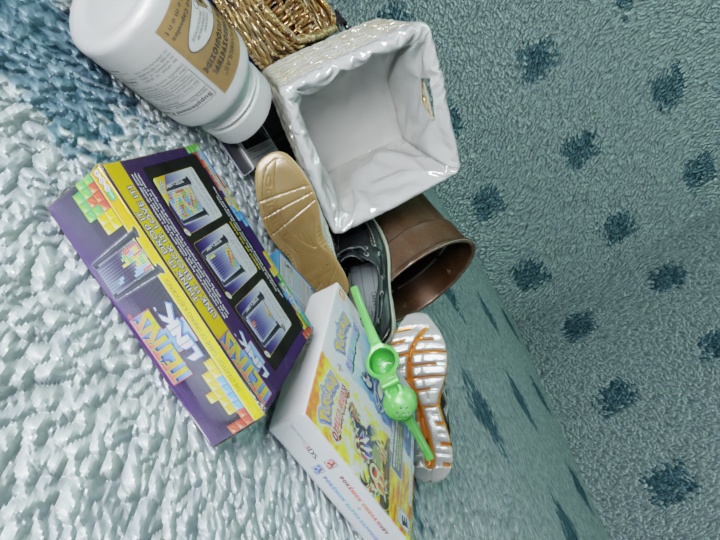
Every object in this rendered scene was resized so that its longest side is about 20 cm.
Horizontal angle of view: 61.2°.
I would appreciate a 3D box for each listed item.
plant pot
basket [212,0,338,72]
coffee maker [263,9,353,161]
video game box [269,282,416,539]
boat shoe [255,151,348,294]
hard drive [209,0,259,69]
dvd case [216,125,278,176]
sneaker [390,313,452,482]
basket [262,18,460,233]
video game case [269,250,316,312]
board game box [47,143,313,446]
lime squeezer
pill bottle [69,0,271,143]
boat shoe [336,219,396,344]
[{"bbox_3d":[0.045,-0.055,0.945,0.201,0.199,0.199,57,13,23],"label":"plant pot"},{"bbox_3d":[-0.142,-0.421,0.925,0.203,0.147,0.143,55,8,-7],"label":"basket"},{"bbox_3d":[-0.063,-0.262,0.928,0.193,0.197,0.136,49,16,-36],"label":"coffee maker"},{"bbox_3d":[-0.004,0.141,0.615,0.184,0.046,0.202,53,23,-23],"label":"video game box"},{"bbox_3d":[-0.075,-0.052,0.751,0.070,0.069,0.204,-115,-177,-66],"label":"boat shoe"},{"bbox_3d":[-0.199,-0.352,0.935,0.133,0.025,0.202,52,10,-31],"label":"hard drive"},{"bbox_3d":[-0.183,-0.225,0.794,0.203,0.024,0.151,58,14,-12],"label":"dvd case"},{"bbox_3d":[0.077,0.159,0.781,0.077,0.076,0.207,29,58,-79],"label":"sneaker"},{"bbox_3d":[0.000,-0.197,0.789,0.161,0.196,0.202,55,-12,56],"label":"basket"},{"bbox_3d":[-0.040,0.087,0.698,0.201,0.018,0.145,51,17,-34],"label":"video game case"},{"bbox_3d":[-0.126,0.007,0.488,0.203,0.056,0.166,59,17,-9],"label":"board game box"},{"bbox_3d":[0.035,0.109,0.631,0.205,0.037,0.070,65,20,2],"label":"lime squeezer"},{"bbox_3d":[-0.178,-0.215,0.617,0.199,0.113,0.117,34,29,-60],"label":"pill bottle"},{"bbox_3d":[-0.002,0.001,0.811,0.066,0.073,0.206,27,52,-61],"label":"boat shoe"}]
